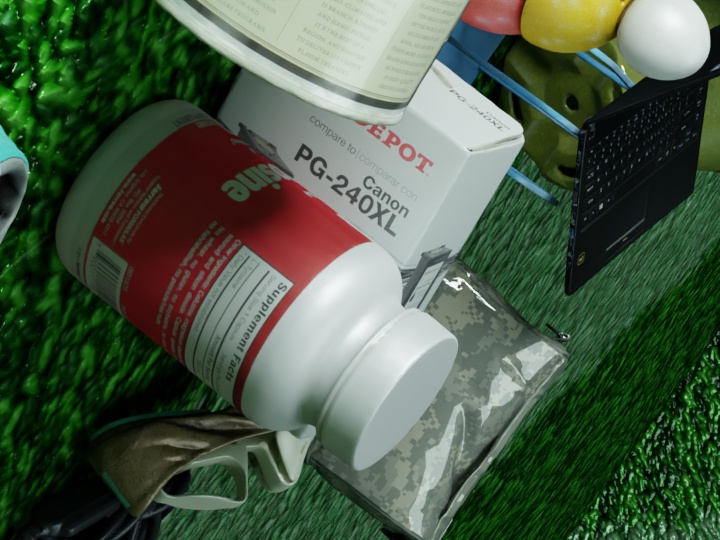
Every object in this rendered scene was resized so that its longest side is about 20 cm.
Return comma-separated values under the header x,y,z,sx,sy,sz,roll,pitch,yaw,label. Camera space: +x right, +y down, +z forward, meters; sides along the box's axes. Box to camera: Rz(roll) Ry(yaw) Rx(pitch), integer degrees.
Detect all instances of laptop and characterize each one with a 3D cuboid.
x,y,z,sx,sy,sz,roll,pitch,yaw,label
0.226,-0.088,1.324,0.177,0.103,0.201,-35,137,-43,laptop

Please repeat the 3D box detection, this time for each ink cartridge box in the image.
x,y,z,sx,sy,sz,roll,pitch,yaw,label
-0.022,-0.032,1.137,0.083,0.145,0.201,-17,140,-61,ink cartridge box

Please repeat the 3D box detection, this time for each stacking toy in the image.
x,y,z,sx,sy,sz,roll,pitch,yaw,label
0.111,-0.169,1.127,0.146,0.200,0.146,-47,163,-20,stacking toy

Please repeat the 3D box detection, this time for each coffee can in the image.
x,y,z,sx,sy,sz,roll,pitch,yaw,label
0.007,-0.188,0.910,0.201,0.146,0.146,-58,162,17,coffee can

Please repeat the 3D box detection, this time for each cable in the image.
x,y,z,sx,sy,sz,roll,pitch,yaw,label
-0.182,0.197,1.326,0.200,0.051,0.164,-30,151,-54,cable

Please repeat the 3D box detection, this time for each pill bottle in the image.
x,y,z,sx,sy,sz,roll,pitch,yaw,label
-0.052,0.010,1.047,0.112,0.200,0.112,-46,162,-20,pill bottle

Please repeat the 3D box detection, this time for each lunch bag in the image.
x,y,z,sx,sy,sz,roll,pitch,yaw,label
0.038,0.085,1.486,0.200,0.167,0.139,-52,163,-1,lunch bag

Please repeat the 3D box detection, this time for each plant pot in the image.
x,y,z,sx,sy,sz,roll,pitch,yaw,label
0.211,-0.144,1.500,0.184,0.200,0.201,-23,147,-39,plant pot

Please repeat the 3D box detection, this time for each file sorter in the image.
x,y,z,sx,sy,sz,roll,pitch,yaw,label
0.125,-0.158,1.322,0.201,0.122,0.139,-54,162,6,file sorter

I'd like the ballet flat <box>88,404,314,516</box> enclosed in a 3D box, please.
x,y,z,sx,sy,sz,roll,pitch,yaw,label
-0.082,0.115,1.305,0.199,0.073,0.068,-14,164,-41,ballet flat

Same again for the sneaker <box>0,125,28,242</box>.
x,y,z,sx,sy,sz,roll,pitch,yaw,label
-0.196,-0.018,0.751,0.200,0.121,0.084,-31,153,-50,sneaker
